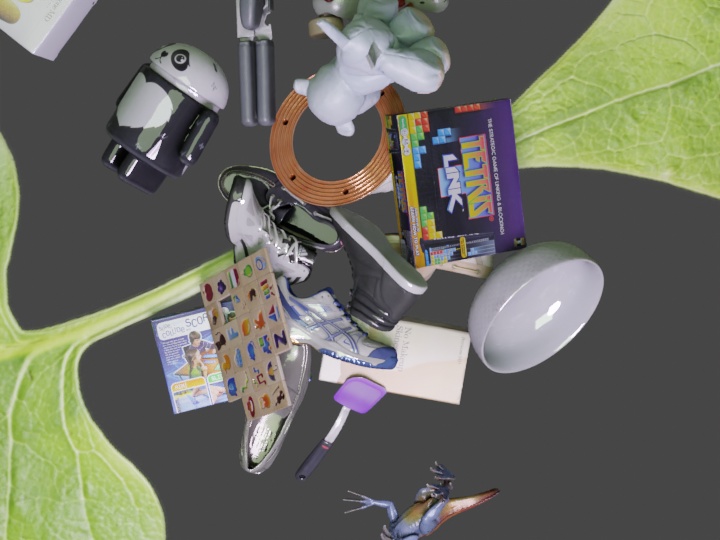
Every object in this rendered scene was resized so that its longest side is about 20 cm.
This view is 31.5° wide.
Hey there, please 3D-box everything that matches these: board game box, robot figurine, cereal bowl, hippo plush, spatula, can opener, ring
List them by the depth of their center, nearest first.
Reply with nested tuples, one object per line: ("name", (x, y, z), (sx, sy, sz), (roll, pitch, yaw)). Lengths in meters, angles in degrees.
("hippo plush", (0.012, -0.244, 1.634), (0.159, 0.200, 0.161), (38, 127, 2))
("board game box", (0.126, -0.115, 1.676), (0.163, 0.057, 0.203), (-11, 99, -16))
("robot figurine", (-0.262, -0.206, 1.706), (0.149, 0.125, 0.201), (34, 94, -2))
("cereal bowl", (0.223, 0.037, 1.707), (0.200, 0.200, 0.083), (-41, 55, 3))
("ring", (-0.030, -0.181, 1.726), (0.198, 0.019, 0.203), (-6, 73, 18))
("can opener", (-0.148, -0.297, 1.731), (0.052, 0.066, 0.203), (1, 99, 23))
("spatula", (-0.037, 0.220, 1.756), (0.056, 0.021, 0.201), (27, 114, -16))
("board game box", (-0.178, 0.109, 1.772), (0.197, 0.034, 0.137), (-13, 94, 0))

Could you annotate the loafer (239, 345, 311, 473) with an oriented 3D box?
("loafer", (-0.114, 0.179, 1.725), (0.069, 0.070, 0.202), (16, 93, 0))

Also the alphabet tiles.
("alphabet tiles", (-0.144, 0.090, 1.677), (0.007, 0.166, 0.202), (-8, 78, -41))

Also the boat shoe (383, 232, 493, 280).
("boat shoe", (0.085, -0.017, 1.747), (0.197, 0.072, 0.066), (2, 93, -5))

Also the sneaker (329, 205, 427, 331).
("sneaker", (0.000, 0.000, 1.671), (0.200, 0.070, 0.100), (48, 116, 37))

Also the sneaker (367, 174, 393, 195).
("sneaker", (0.087, -0.129, 1.740), (0.198, 0.075, 0.082), (-17, 103, 2))

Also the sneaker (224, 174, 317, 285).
("sneaker", (-0.113, -0.050, 1.691), (0.114, 0.201, 0.076), (6, 55, 8))

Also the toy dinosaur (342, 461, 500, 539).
("toy dinosaur", (0.073, 0.365, 1.768), (0.198, 0.105, 0.183), (21, 114, -13))

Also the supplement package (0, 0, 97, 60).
("supplement package", (-0.468, -0.388, 1.702), (0.199, 0.110, 0.114), (38, 94, -2))

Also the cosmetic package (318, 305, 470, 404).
("cosmetic package", (0.047, 0.114, 1.754), (0.197, 0.071, 0.107), (9, 93, 0))

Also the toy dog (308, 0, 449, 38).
("toy dog", (0.015, -0.371, 1.707), (0.198, 0.096, 0.133), (-24, 94, 2))

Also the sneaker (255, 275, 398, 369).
("sneaker", (-0.038, 0.069, 1.679), (0.198, 0.075, 0.089), (20, 83, 2))

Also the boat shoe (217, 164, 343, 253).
("boat shoe", (-0.106, -0.087, 1.745), (0.198, 0.063, 0.073), (29, 94, -2))
